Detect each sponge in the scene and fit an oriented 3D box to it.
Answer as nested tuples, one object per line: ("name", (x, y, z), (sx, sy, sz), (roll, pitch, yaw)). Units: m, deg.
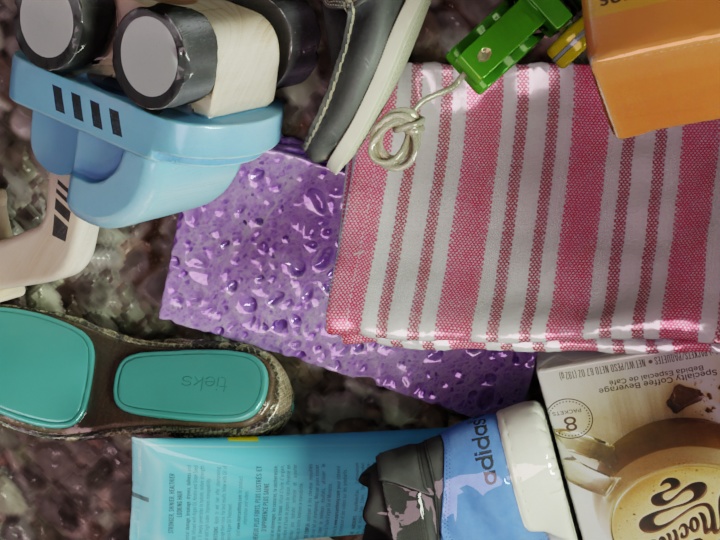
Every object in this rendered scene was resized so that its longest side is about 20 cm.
("sponge", (0.000, 0.000, 1.101), (0.199, 0.030, 0.112), (17, 114, 4))

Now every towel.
("towel", (0.086, -0.033, 1.016), (0.199, 0.030, 0.147), (1, 70, 15))

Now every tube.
("tube", (-0.018, 0.111, 1.101), (0.199, 0.050, 0.078), (-3, 120, -11))

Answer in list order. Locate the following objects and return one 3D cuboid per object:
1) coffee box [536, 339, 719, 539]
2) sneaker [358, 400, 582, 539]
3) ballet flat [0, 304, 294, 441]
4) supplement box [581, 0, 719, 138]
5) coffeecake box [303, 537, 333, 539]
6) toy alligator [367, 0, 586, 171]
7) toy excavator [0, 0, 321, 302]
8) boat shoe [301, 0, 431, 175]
("coffee box", (0.165, 0.104, 1.068), (0.113, 0.080, 0.201), (-11, 117, 14))
("sneaker", (0.059, 0.155, 1.073), (0.111, 0.077, 0.200), (-15, 132, 5))
("ballet flat", (-0.130, 0.063, 1.134), (0.199, 0.075, 0.068), (7, 72, 10))
("supplement box", (0.125, -0.160, 0.921), (0.066, 0.201, 0.069), (-11, 148, 14))
("coffeecake box", (-0.055, 0.220, 1.180), (0.200, 0.073, 0.154), (33, 116, -2))
("toy alligator", (0.080, -0.120, 1.008), (0.200, 0.054, 0.059), (-43, 90, 6))
("toy excavator", (-0.130, -0.054, 1.058), (0.194, 0.100, 0.201), (22, 113, 32))
("boat shoe", (0.006, -0.145, 1.004), (0.067, 0.072, 0.201), (18, 96, 2))
